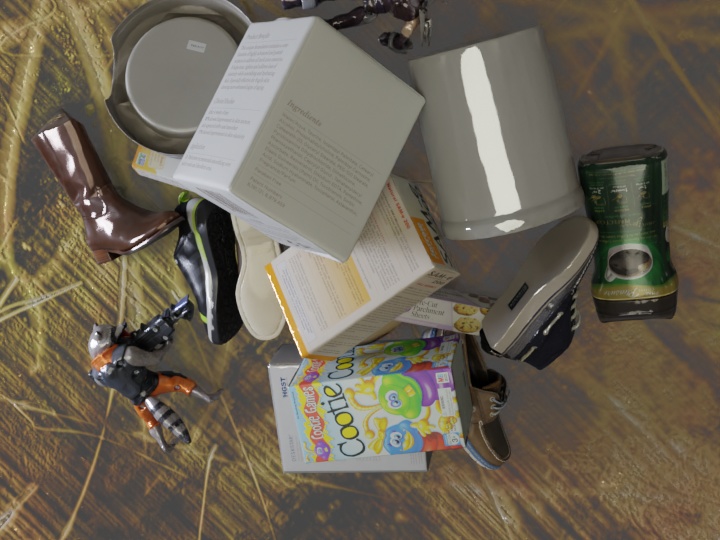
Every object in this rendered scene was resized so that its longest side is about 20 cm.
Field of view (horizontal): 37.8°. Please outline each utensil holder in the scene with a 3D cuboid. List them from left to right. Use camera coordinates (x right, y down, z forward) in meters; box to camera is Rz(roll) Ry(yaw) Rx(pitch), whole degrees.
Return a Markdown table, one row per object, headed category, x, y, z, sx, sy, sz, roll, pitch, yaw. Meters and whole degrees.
| category | x | y | z | sx | sy | sz | roll | pitch | yaw |
| --- | --- | --- | --- | --- | --- | --- | --- | --- | --- |
| utensil holder | 0.150 | -0.156 | 1.176 | 0.167 | 0.170 | 0.204 | -11 | 101 | 15 |

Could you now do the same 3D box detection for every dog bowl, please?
| category | x | y | z | sx | sy | sz | roll | pitch | yaw |
| --- | --- | --- | --- | --- | --- | --- | --- | --- | --- |
| dog bowl | -0.204 | -0.225 | 1.243 | 0.196 | 0.059 | 0.204 | 0 | 77 | 1 |

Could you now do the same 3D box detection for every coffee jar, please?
| category | x | y | z | sx | sy | sz | roll | pitch | yaw |
| --- | --- | --- | --- | --- | --- | --- | --- | --- | --- |
| coffee jar | 0.314 | -0.039 | 1.223 | 0.102 | 0.085 | 0.204 | -4 | 107 | 19 |

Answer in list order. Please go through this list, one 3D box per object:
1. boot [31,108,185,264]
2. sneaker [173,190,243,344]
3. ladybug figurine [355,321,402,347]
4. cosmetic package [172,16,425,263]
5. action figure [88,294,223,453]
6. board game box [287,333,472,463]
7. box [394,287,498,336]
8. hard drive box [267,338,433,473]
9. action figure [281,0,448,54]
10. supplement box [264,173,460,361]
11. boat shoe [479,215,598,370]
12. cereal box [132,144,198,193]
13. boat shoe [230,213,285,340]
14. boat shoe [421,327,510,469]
| category | x | y | z | sx | sy | sz | roll | pitch | yaw |
| --- | --- | --- | --- | --- | --- | --- | --- | --- | --- |
| boot | -0.325 | -0.119 | 1.329 | 0.184 | 0.064 | 0.203 | -16 | 102 | 38 |
| sneaker | -0.200 | -0.005 | 1.369 | 0.082 | 0.071 | 0.204 | 8 | 111 | 35 |
| ladybug figurine | -0.004 | 0.020 | 1.320 | 0.198 | 0.072 | 0.137 | -29 | 101 | 19 |
| cosmetic package | -0.068 | -0.143 | 1.142 | 0.165 | 0.167 | 0.203 | 30 | 84 | -31 |
| action figure | -0.278 | 0.133 | 1.403 | 0.193 | 0.105 | 0.200 | 40 | 114 | -14 |
| board game box | 0.027 | 0.153 | 1.259 | 0.196 | 0.103 | 0.107 | -8 | 107 | 14 |
| box | 0.125 | 0.051 | 1.279 | 0.196 | 0.039 | 0.042 | 12 | 111 | -19 |
| hard drive box | -0.010 | 0.177 | 1.372 | 0.196 | 0.077 | 0.159 | -2 | 108 | 12 |
| action figure | 0.009 | -0.312 | 1.211 | 0.196 | 0.069 | 0.133 | -6 | 100 | 10 |
| supplement box | 0.000 | 0.000 | 1.212 | 0.199 | 0.073 | 0.128 | -34 | 67 | 22 |
| boat shoe | 0.230 | 0.030 | 1.234 | 0.092 | 0.075 | 0.201 | 24 | 119 | -28 |
| cereal box | -0.161 | -0.159 | 1.278 | 0.196 | 0.040 | 0.147 | 17 | 80 | 6 |
| boat shoe | -0.127 | -0.014 | 1.342 | 0.070 | 0.060 | 0.204 | -6 | 108 | 3 |
| boat shoe | 0.147 | 0.159 | 1.326 | 0.072 | 0.072 | 0.202 | -21 | 103 | 34 |
